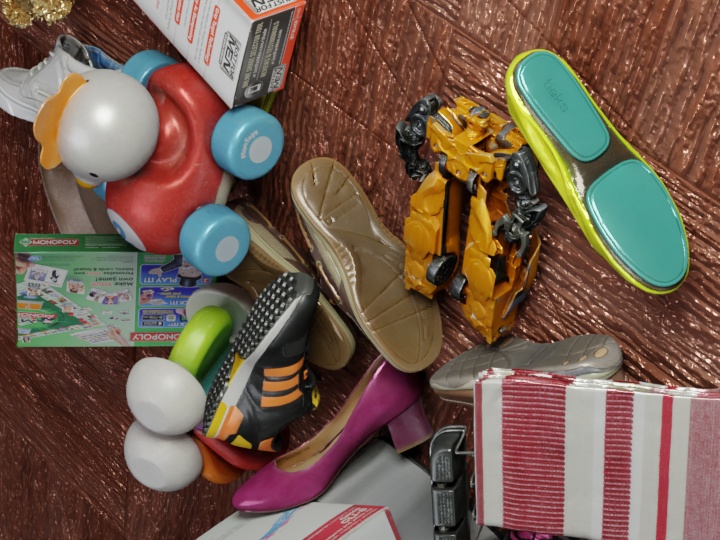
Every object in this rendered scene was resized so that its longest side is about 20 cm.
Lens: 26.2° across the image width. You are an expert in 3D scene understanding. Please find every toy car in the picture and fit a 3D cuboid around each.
[{"bbox_3d":[-0.207,-0.104,1.338,0.184,0.199,0.178,34,110,41],"label":"toy car"},{"bbox_3d":[-0.133,0.127,1.511,0.149,0.175,0.201,23,134,14],"label":"toy car"}]

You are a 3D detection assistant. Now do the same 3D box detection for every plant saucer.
[{"bbox_3d":[-0.275,-0.061,1.621,0.200,0.037,0.201,42,145,38],"label":"plant saucer"}]

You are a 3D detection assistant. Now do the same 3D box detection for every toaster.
[{"bbox_3d":[0.037,0.273,1.450,0.181,0.118,0.201,38,139,24],"label":"toaster"}]

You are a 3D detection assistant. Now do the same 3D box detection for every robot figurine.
[{"bbox_3d":[0.087,-0.047,1.211,0.145,0.058,0.201,34,138,29],"label":"robot figurine"}]

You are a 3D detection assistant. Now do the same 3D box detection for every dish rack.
[{"bbox_3d":[0.151,0.207,1.256,0.199,0.055,0.154,-1,99,15],"label":"dish rack"}]

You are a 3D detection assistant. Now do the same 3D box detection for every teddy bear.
[{"bbox_3d":[-0.294,-0.300,1.440,0.200,0.067,0.146,9,83,58],"label":"teddy bear"}]

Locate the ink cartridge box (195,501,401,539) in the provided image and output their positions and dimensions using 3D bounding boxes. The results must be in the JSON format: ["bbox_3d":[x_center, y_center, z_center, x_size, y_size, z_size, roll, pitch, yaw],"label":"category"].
[{"bbox_3d":[-0.060,0.298,1.358,0.199,0.144,0.146,-7,109,51],"label":"ink cartridge box"}]

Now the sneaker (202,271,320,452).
[{"bbox_3d":[-0.067,0.084,1.372,0.090,0.070,0.200,22,125,-16],"label":"sneaker"}]

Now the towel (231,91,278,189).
[{"bbox_3d":[-0.125,-0.152,1.418,0.086,0.018,0.200,48,142,12],"label":"towel"}]

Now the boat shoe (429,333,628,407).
[{"bbox_3d":[0.134,0.099,1.250,0.200,0.076,0.072,-4,114,52],"label":"boat shoe"}]

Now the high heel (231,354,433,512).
[{"bbox_3d":[-0.036,0.143,1.397,0.097,0.199,0.067,67,171,-21],"label":"high heel"}]

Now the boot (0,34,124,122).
[{"bbox_3d":[-0.300,-0.195,1.562,0.199,0.073,0.096,26,121,32],"label":"boot"}]

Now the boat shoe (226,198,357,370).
[{"bbox_3d":[-0.065,0.005,1.415,0.200,0.072,0.072,42,132,20],"label":"boat shoe"}]

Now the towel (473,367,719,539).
[{"bbox_3d":[0.186,0.146,1.182,0.199,0.023,0.145,5,118,14],"label":"towel"}]

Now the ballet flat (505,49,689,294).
[{"bbox_3d":[0.166,-0.068,1.110,0.201,0.067,0.067,57,165,6],"label":"ballet flat"}]

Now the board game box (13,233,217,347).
[{"bbox_3d":[-0.244,0.021,1.551,0.029,0.199,0.135,-101,16,-44],"label":"board game box"}]

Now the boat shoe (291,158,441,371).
[{"bbox_3d":[0.000,0.000,1.336,0.200,0.072,0.072,56,160,4],"label":"boat shoe"}]

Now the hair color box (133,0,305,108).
[{"bbox_3d":[-0.136,-0.244,1.313,0.200,0.061,0.102,49,144,23],"label":"hair color box"}]

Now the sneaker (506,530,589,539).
[{"bbox_3d":[0.147,0.254,1.323,0.073,0.087,0.201,21,127,32],"label":"sneaker"}]
